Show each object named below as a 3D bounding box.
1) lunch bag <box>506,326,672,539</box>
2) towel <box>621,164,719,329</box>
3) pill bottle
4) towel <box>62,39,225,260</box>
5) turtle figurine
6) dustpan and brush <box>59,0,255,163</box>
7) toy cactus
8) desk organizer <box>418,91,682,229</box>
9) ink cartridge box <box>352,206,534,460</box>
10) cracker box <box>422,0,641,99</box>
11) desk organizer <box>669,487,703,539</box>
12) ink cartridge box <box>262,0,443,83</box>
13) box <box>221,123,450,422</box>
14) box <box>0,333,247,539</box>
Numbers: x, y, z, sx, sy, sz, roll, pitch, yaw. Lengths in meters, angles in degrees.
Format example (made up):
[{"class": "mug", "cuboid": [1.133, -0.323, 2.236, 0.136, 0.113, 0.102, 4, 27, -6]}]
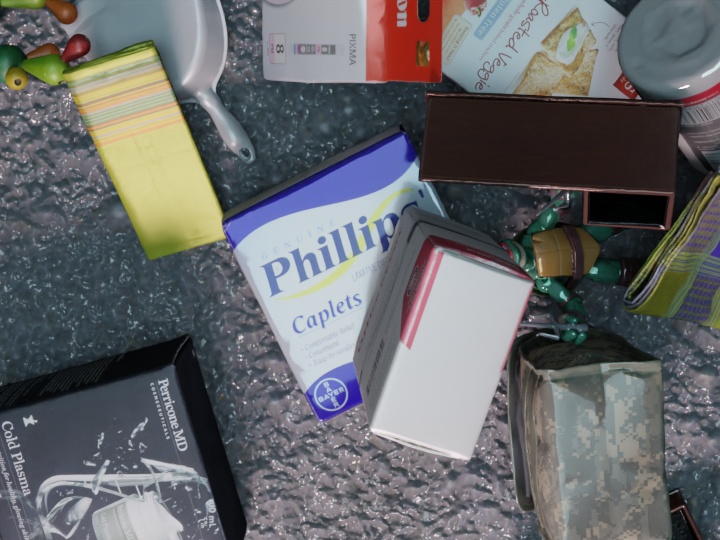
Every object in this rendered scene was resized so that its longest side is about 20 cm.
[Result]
[{"class": "lunch bag", "cuboid": [0.190, 0.141, 1.137, 0.117, 0.200, 0.165, -5, 96, -3]}, {"class": "towel", "cuboid": [0.308, -0.013, 1.123, 0.023, 0.199, 0.144, 43, 109, 35]}, {"class": "pill bottle", "cuboid": [0.301, -0.146, 1.088, 0.111, 0.111, 0.200, -44, 137, 7]}, {"class": "towel", "cuboid": [-0.185, -0.102, 1.154, 0.085, 0.018, 0.201, -15, 123, 8]}, {"class": "turtle figurine", "cuboid": [0.183, -0.017, 1.131, 0.199, 0.101, 0.151, -9, 95, -25]}, {"class": "dustpan and brush", "cuboid": [-0.158, -0.178, 1.163, 0.139, 0.057, 0.201, -32, 90, 19]}, {"class": "toy cactus", "cuboid": [-0.341, -0.206, 1.137, 0.200, 0.102, 0.165, 37, 114, -2]}, {"class": "desk organizer", "cuboid": [0.148, -0.086, 1.029, 0.198, 0.072, 0.078, 4, 68, 11]}, {"class": "ink cartridge box", "cuboid": [0.057, 0.042, 1.015, 0.084, 0.200, 0.147, 18, 99, -9]}, {"class": "cracker box", "cuboid": [0.159, -0.191, 1.149, 0.199, 0.058, 0.134, 36, 99, -6]}, {"class": "desk organizer", "cuboid": [0.230, 0.289, 1.223, 0.199, 0.077, 0.072, -26, 99, 5]}, {"class": "ink cartridge box", "cuboid": [-0.013, -0.237, 1.083, 0.057, 0.200, 0.164, -6, 102, -33]}, {"class": "box", "cuboid": [0.000, 0.000, 1.162, 0.183, 0.105, 0.201, -26, 98, 5]}, {"class": "box", "cuboid": [-0.226, 0.188, 1.191, 0.195, 0.124, 0.201, -16, 99, 2]}]
